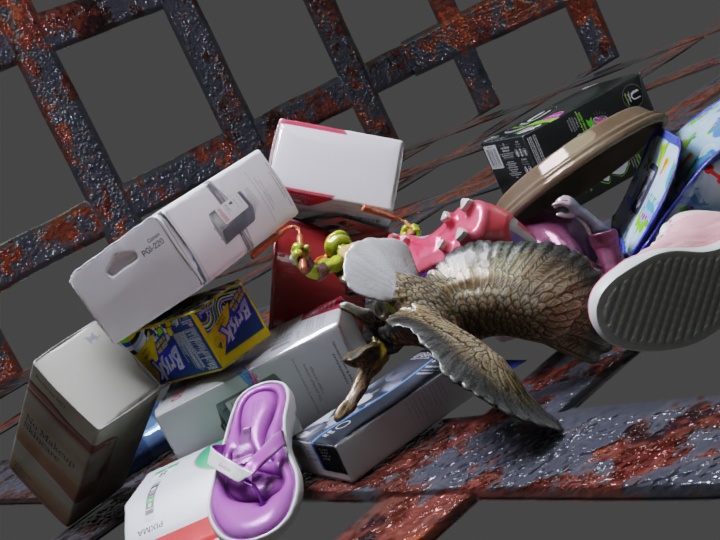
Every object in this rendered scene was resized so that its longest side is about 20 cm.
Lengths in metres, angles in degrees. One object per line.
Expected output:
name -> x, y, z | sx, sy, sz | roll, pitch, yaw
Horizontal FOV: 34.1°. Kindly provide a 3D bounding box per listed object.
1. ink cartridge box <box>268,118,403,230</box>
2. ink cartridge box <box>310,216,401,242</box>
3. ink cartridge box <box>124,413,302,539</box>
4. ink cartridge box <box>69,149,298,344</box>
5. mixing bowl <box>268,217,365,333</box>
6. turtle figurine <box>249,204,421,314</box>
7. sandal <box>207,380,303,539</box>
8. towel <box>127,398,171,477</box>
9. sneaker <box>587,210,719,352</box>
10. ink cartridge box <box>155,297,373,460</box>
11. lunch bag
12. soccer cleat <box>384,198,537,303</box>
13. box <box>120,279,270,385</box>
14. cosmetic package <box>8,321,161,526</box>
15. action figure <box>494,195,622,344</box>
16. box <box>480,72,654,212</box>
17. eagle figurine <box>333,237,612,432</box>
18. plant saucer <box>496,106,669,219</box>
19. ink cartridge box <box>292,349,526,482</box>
ink cartridge box -> -0.030, -0.098, 1.369 | 0.146, 0.087, 0.200 | 10, -9, -1
ink cartridge box -> 0.021, -0.013, 1.420 | 0.198, 0.058, 0.162 | 9, -9, -28
ink cartridge box -> -0.132, 0.197, 1.000 | 0.160, 0.051, 0.200 | -25, 7, 10
ink cartridge box -> -0.172, -0.027, 1.168 | 0.145, 0.085, 0.200 | -31, 5, 32
mixing bowl -> -0.050, 0.034, 1.342 | 0.107, 0.203, 0.200 | 3, 8, -3
turtle figurine -> 0.000, 0.000, 1.185 | 0.198, 0.065, 0.161 | -11, 32, -35
sandal -> -0.093, 0.148, 0.957 | 0.082, 0.050, 0.203 | -23, 27, 7
towel -> -0.241, 0.187, 1.374 | 0.199, 0.049, 0.111 | -30, 10, -21
sneaker -> 0.246, 0.005, 0.913 | 0.198, 0.076, 0.104 | -21, 11, -18
ink cartridge box -> -0.090, 0.115, 1.172 | 0.198, 0.086, 0.148 | -28, 8, 6
lunch bag -> 0.316, -0.074, 1.052 | 0.199, 0.128, 0.170 | -36, 6, 12
soccer cleat -> 0.073, -0.006, 1.034 | 0.200, 0.076, 0.067 | -32, 39, 56
box -> -0.179, 0.069, 1.173 | 0.070, 0.065, 0.199 | -36, 12, -38
cosmetic package -> -0.286, 0.161, 1.202 | 0.087, 0.103, 0.201 | -36, -19, -42
action figure -> 0.186, 0.021, 1.035 | 0.135, 0.148, 0.200 | -54, 28, 4
box -> 0.297, -0.170, 1.626 | 0.199, 0.125, 0.148 | -28, 10, -14
eagle figurine -> 0.085, 0.049, 0.916 | 0.150, 0.154, 0.199 | 13, -14, -41
plant saucer -> 0.208, -0.098, 1.138 | 0.199, 0.030, 0.200 | -32, -10, -6
ink cartridge box -> 0.041, 0.112, 1.018 | 0.199, 0.040, 0.099 | -30, 9, -26
